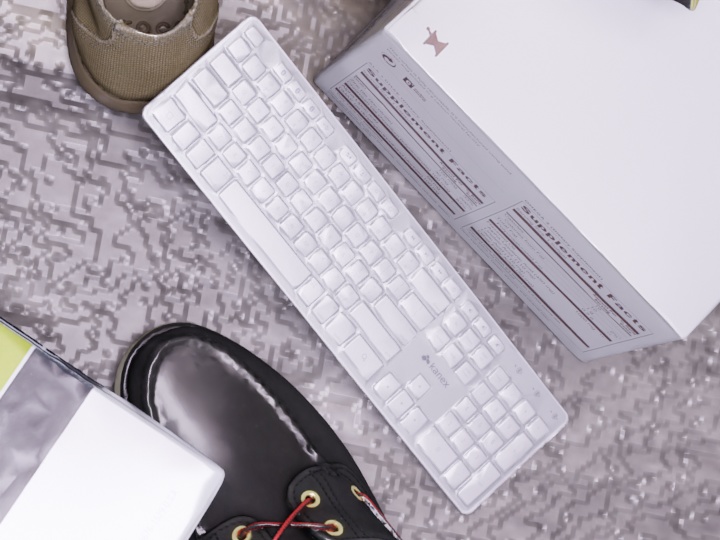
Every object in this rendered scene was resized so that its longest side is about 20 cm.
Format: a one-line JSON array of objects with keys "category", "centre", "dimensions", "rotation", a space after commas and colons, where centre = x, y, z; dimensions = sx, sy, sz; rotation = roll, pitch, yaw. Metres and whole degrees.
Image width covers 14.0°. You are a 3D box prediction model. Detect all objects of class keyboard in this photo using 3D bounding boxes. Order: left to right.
[{"category": "keyboard", "centre": [0.000, 0.000, 1.088], "dimensions": [0.056, 0.011, 0.200], "rotation": [-43, 107, -16]}]

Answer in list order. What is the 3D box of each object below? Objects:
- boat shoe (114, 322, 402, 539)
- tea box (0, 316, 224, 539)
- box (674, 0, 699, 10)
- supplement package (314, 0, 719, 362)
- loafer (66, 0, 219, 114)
[{"category": "boat shoe", "centre": [-0.018, 0.104, 1.067], "dimensions": [0.073, 0.063, 0.202], "rotation": [-32, 91, -13]}, {"category": "tea box", "centre": [-0.165, 0.075, 0.950], "dimensions": [0.196, 0.200, 0.134], "rotation": [34, 77, 0]}, {"category": "box", "centre": [0.039, -0.164, 1.017], "dimensions": [0.199, 0.050, 0.076], "rotation": [22, 70, 11]}, {"category": "supplement package", "centre": [0.113, -0.092, 1.095], "dimensions": [0.156, 0.111, 0.200], "rotation": [45, 76, -6]}, {"category": "loafer", "centre": [-0.076, -0.160, 1.076], "dimensions": [0.076, 0.067, 0.201], "rotation": [-5, 85, -15]}]
